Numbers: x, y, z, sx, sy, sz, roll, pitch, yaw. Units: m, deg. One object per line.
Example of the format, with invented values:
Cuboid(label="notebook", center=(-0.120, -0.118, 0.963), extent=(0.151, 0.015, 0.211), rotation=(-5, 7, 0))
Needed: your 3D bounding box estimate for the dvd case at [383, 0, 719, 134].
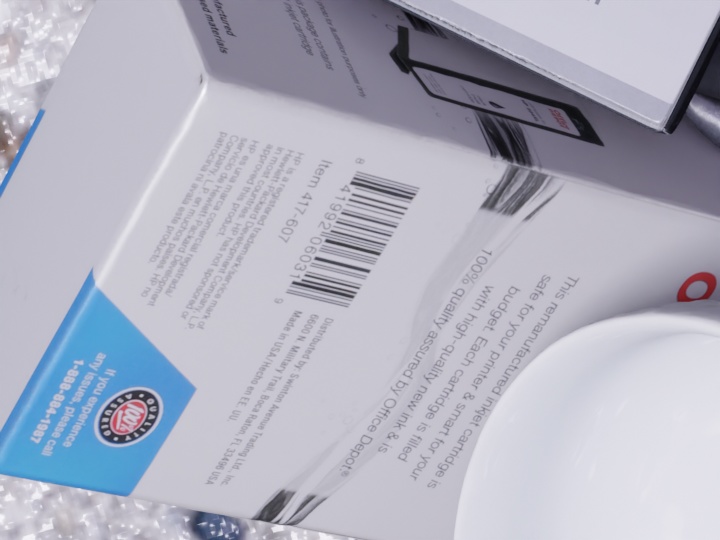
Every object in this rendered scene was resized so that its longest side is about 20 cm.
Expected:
Cuboid(label="dvd case", center=(0.063, -0.159, 0.661), extent=(0.150, 0.025, 0.200), rotation=(27, 96, 14))

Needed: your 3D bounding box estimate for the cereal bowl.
Cuboid(label="cereal bowl", center=(0.121, 0.102, 0.671), extent=(0.200, 0.083, 0.200), rotation=(18, 114, 46))

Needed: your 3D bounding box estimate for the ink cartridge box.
Cuboid(label="ink cartridge box", center=(0.000, 0.000, 0.715), extent=(0.200, 0.084, 0.146), rotation=(14, 123, -31))

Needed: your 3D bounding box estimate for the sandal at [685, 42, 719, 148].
Cuboid(label="sandal", center=(0.115, -0.062, 0.734), extent=(0.200, 0.076, 0.043), rotation=(21, 118, -10))
